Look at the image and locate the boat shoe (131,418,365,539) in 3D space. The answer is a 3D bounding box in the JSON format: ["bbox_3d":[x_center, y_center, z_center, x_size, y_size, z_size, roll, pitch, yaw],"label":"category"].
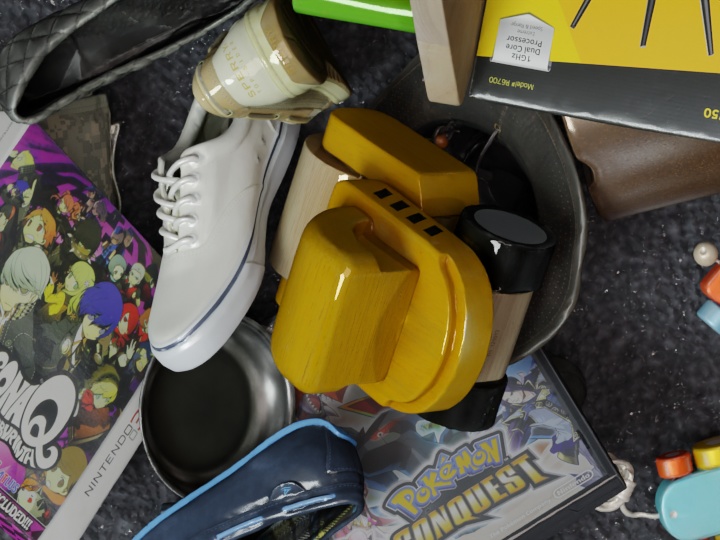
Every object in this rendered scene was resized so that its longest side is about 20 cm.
[{"bbox_3d":[-0.080,0.167,1.293,0.084,0.069,0.200,24,120,-40],"label":"boat shoe"}]

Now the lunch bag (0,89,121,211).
[{"bbox_3d":[-0.237,-0.022,1.321,0.198,0.118,0.165,-4,102,-7],"label":"lunch bag"}]

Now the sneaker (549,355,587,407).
[{"bbox_3d":[0.075,0.150,1.348,0.200,0.116,0.075,-43,125,11],"label":"sneaker"}]

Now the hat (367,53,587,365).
[{"bbox_3d":[0.079,-0.033,1.325,0.081,0.200,0.202,1,103,-45],"label":"hat"}]

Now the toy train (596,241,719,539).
[{"bbox_3d":[0.225,0.080,1.380,0.150,0.056,0.201,36,94,-5],"label":"toy train"}]

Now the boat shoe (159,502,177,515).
[{"bbox_3d":[-0.085,0.241,1.393,0.090,0.071,0.202,1,92,0],"label":"boat shoe"}]

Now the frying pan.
[{"bbox_3d":[-0.076,0.048,1.335,0.115,0.031,0.191,31,70,-36],"label":"frying pan"}]

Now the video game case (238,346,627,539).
[{"bbox_3d":[0.033,0.110,1.333,0.199,0.181,0.026,-33,143,4],"label":"video game case"}]

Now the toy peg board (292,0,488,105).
[{"bbox_3d":[0.022,-0.225,1.141,0.097,0.199,0.201,10,67,13],"label":"toy peg board"}]

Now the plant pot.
[{"bbox_3d":[0.208,-0.129,1.281,0.197,0.200,0.202,-19,99,9],"label":"plant pot"}]

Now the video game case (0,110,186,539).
[{"bbox_3d":[-0.187,0.042,1.269,0.182,0.036,0.200,-58,134,-20],"label":"video game case"}]

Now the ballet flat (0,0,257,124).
[{"bbox_3d":[-0.109,-0.137,1.206,0.199,0.057,0.067,-30,130,9],"label":"ballet flat"}]

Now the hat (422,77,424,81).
[{"bbox_3d":[0.045,-0.245,1.257,0.165,0.176,0.201,-34,99,6],"label":"hat"}]

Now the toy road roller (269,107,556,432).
[{"bbox_3d":[0.000,0.000,1.243,0.145,0.200,0.124,-2,120,-42],"label":"toy road roller"}]

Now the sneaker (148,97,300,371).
[{"bbox_3d":[-0.094,-0.036,1.295,0.073,0.201,0.071,-19,133,36],"label":"sneaker"}]

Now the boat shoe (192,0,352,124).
[{"bbox_3d":[-0.051,-0.115,1.267,0.063,0.201,0.074,-30,94,8],"label":"boat shoe"}]

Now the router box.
[{"bbox_3d":[0.170,-0.146,1.176,0.199,0.051,0.150,11,94,17],"label":"router box"}]
